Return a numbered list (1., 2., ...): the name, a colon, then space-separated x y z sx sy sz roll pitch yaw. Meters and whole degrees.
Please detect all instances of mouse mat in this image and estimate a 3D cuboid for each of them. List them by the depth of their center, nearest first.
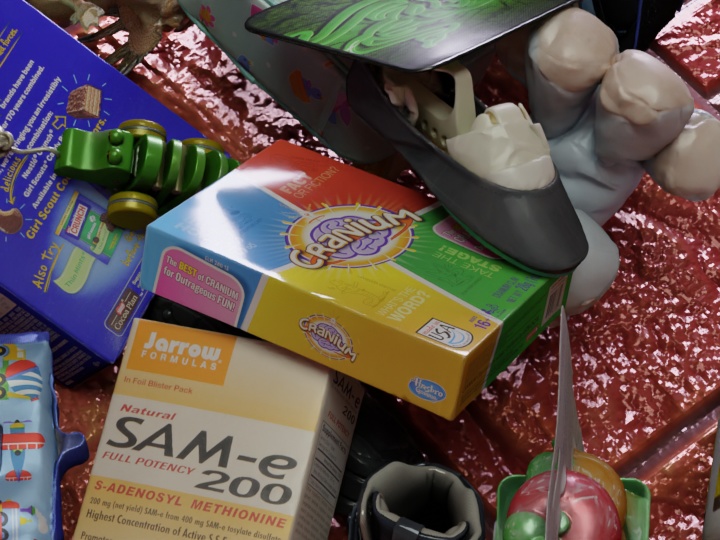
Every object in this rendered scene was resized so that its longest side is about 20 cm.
1. mouse mat: 0.049 -0.164 1.309 0.199 0.008 0.160 -30 34 -35

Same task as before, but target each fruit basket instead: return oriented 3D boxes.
1. fruit basket: 0.103 0.149 1.180 0.093 0.201 0.187 -2 56 14

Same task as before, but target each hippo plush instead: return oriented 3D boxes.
1. hippo plush: 0.110 -0.060 1.329 0.159 0.200 0.161 39 86 -18

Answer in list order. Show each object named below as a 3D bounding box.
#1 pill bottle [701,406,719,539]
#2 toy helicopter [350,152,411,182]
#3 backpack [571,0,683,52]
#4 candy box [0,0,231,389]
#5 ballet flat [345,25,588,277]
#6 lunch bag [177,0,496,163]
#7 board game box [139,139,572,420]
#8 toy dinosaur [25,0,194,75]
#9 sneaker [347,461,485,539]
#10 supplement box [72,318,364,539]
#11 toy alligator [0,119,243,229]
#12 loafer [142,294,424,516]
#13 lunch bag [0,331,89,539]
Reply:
1. pill bottle: 0.264 0.085 1.278 0.108 0.110 0.201 11 58 6
2. toy helicopter: -0.014 -0.033 1.382 0.131 0.079 0.201 9 46 15
3. backpack: 0.135 -0.253 1.431 0.182 0.201 0.135 27 49 23
4. candy box: -0.203 -0.056 1.326 0.200 0.077 0.170 38 58 -15
5. ballet flat: 0.059 -0.076 1.247 0.073 0.073 0.200 -30 52 -20
6. lunch bag: -0.011 -0.177 1.409 0.200 0.077 0.160 44 53 12
7. board game box: 0.000 0.000 1.229 0.199 0.041 0.153 22 31 20
8. toy dinosaur: -0.199 -0.187 1.437 0.198 0.136 0.086 18 77 11
9. sneaker: 0.009 0.197 1.177 0.076 0.147 0.203 19 60 9
10. supplement box: -0.085 0.139 1.210 0.125 0.074 0.202 9 74 17
11. toy alligator: -0.133 -0.063 1.291 0.199 0.054 0.060 16 64 -26
12. loafer: -0.049 0.074 1.309 0.200 0.069 0.070 35 30 24
13. lunch bag: -0.248 0.119 1.233 0.198 0.094 0.152 -9 56 3
